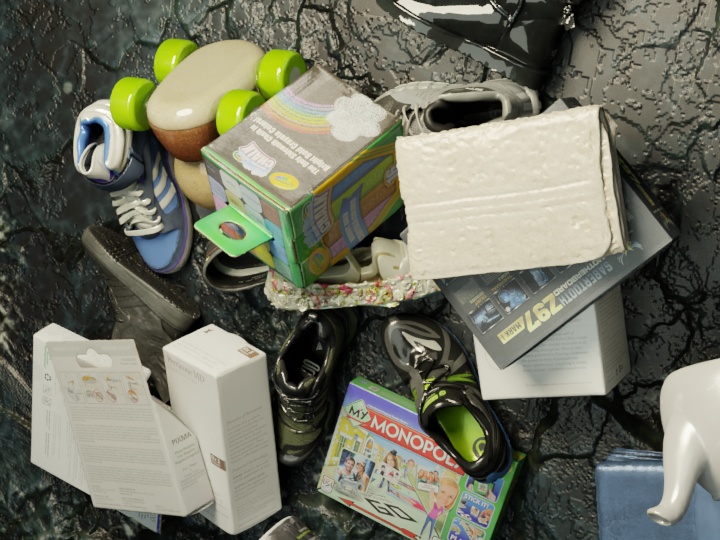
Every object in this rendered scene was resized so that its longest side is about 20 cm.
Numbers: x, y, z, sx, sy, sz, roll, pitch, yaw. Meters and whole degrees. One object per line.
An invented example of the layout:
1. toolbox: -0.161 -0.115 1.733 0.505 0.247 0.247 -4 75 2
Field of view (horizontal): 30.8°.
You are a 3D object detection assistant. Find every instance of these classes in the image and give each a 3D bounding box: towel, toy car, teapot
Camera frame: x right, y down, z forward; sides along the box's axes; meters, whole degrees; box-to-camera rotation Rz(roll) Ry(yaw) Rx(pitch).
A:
1. towel: 0.326 0.231 1.240 0.200 0.049 0.112 2 100 25
2. towel: 0.128 -0.065 1.126 0.200 0.034 0.133 -6 94 26
3. toy car: -0.143 -0.127 1.382 0.164 0.158 0.200 11 132 28
4. teapot: 0.361 0.149 1.122 0.200 0.197 0.146 -15 75 27

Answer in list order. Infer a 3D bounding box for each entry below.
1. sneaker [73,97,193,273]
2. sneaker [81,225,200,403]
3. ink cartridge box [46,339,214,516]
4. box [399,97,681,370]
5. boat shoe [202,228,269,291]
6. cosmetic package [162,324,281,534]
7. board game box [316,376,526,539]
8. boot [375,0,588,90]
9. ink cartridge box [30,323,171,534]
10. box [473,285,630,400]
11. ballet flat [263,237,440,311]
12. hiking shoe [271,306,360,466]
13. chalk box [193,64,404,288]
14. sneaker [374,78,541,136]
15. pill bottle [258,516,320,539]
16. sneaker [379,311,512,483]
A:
1. sneaker: -0.257 -0.086 1.412 0.080 0.146 0.200 -3 97 27
2. sneaker: -0.258 0.047 1.484 0.200 0.060 0.104 40 111 7
3. ink cartridge box: -0.250 0.164 1.413 0.162 0.057 0.200 -4 101 42
4. box: 0.157 -0.032 1.164 0.200 0.051 0.158 -41 80 24
5. boat shoe: -0.072 -0.028 1.363 0.201 0.063 0.074 -17 123 19
6. cosmetic package: -0.147 0.171 1.405 0.102 0.074 0.200 22 127 45
7. board game box: 0.061 0.213 1.377 0.200 0.029 0.135 23 109 21
8. boot: 0.130 -0.280 1.231 0.198 0.073 0.163 29 113 11
9. ink cartridge box: -0.293 0.183 1.512 0.200 0.041 0.200 25 125 21
10. box: 0.175 0.014 1.247 0.124 0.097 0.200 -5 97 26
11. ballet flat: 0.000 0.000 1.307 0.200 0.076 0.064 -9 135 1
12. hiking shoe: -0.068 0.121 1.382 0.076 0.101 0.200 22 108 21
13. chalk box: -0.065 -0.077 1.259 0.124 0.200 0.124 37 155 29
14. sneaker: 0.065 -0.149 1.261 0.200 0.115 0.075 -9 95 27
15. pill bottle: -0.038 0.369 1.409 0.200 0.106 0.106 41 114 14
16. sneaker: 0.084 0.121 1.306 0.071 0.083 0.200 -35 69 10
